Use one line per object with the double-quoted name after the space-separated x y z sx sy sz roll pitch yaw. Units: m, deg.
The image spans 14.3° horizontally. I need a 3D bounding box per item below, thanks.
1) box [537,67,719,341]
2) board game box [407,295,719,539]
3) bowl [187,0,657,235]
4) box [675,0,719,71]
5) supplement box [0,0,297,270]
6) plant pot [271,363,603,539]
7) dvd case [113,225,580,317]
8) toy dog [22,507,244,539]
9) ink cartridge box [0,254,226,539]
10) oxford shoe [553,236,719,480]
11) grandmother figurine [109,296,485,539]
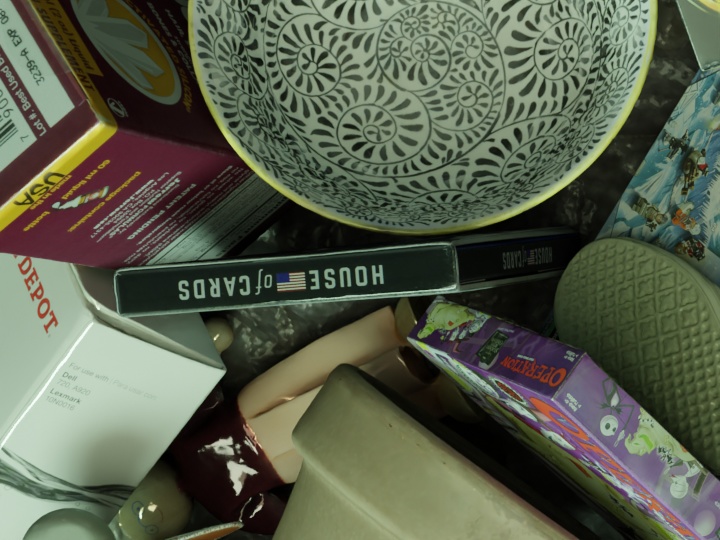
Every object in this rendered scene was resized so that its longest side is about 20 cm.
0.175 0.002 1.272 0.137 0.040 0.200 36 100 26 "box"
0.117 0.089 1.200 0.200 0.120 0.032 43 75 -28 "board game box"
0.028 -0.099 1.265 0.200 0.094 0.201 -1 74 2 "bowl"
0.130 -0.196 1.200 0.046 0.159 0.200 -19 103 11 "box"
-0.113 -0.068 1.243 0.086 0.200 0.110 -39 70 19 "supplement box"
0.023 0.165 1.246 0.200 0.200 0.175 35 89 -3 "plant pot"
0.000 0.000 1.252 0.150 0.200 0.025 -5 90 19 "dvd case"
-0.088 0.169 1.288 0.096 0.200 0.132 18 92 17 "toy dog"
-0.165 0.063 1.327 0.084 0.146 0.200 24 114 -36 "ink cartridge box"
0.156 0.054 1.224 0.200 0.058 0.075 39 100 39 "oxford shoe"
-0.048 0.079 1.369 0.200 0.061 0.121 -30 92 14 "grandmother figurine"
